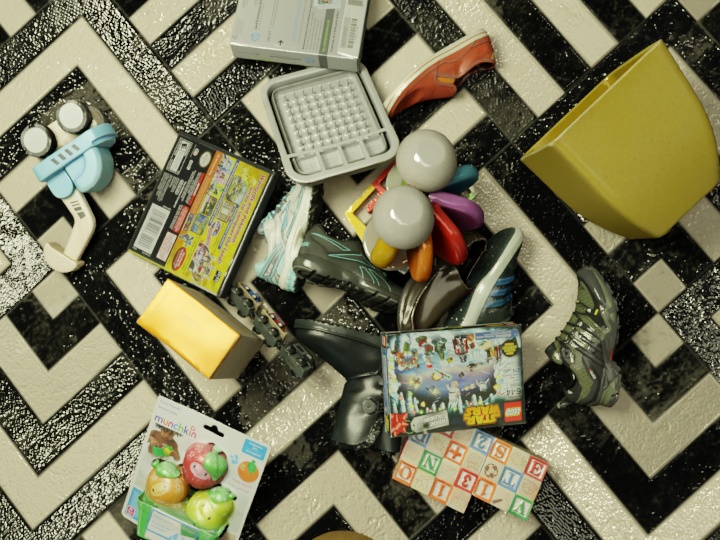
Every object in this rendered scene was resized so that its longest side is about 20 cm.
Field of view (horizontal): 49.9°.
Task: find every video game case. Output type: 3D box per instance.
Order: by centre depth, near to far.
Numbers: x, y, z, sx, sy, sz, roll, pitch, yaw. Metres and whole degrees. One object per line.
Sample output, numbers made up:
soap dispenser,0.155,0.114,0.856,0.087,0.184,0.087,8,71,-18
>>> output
video game case,-0.239,-0.086,1.167,0.178,0.025,0.204,24,88,18

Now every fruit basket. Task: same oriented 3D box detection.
fruit basket,-0.242,0.307,1.111,0.182,0.094,0.204,23,107,5

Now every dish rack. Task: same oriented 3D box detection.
dish rack,-0.046,-0.212,1.135,0.168,0.044,0.203,-17,62,-8

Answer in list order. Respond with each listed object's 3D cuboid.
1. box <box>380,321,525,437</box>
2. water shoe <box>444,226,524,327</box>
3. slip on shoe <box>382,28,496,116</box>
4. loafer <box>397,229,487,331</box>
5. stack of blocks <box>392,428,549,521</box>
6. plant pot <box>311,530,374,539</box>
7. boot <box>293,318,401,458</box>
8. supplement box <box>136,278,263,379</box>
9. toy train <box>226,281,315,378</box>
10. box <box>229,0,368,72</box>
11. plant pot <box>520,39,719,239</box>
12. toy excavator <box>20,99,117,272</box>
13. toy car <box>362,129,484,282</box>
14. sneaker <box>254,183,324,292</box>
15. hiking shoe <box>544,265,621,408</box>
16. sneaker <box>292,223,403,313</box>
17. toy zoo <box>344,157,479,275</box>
box,0.128,0.148,1.067,0.195,0.040,0.141,-4,92,-11
water shoe,0.193,0.034,1.137,0.078,0.071,0.203,31,87,-22
slip on shoe,0.117,-0.284,1.154,0.198,0.074,0.062,-32,88,-4
loafer,0.118,0.018,1.106,0.071,0.073,0.203,15,73,45
stack of blocks,0.156,0.284,1.115,0.196,0.059,0.117,24,88,5
plant pot,-0.029,0.474,1.045,0.181,0.200,0.191,0,86,3
boot,-0.020,0.171,1.126,0.196,0.076,0.172,15,83,-1
supplement box,-0.217,0.088,1.084,0.125,0.200,0.074,36,85,7
toy train,-0.131,0.082,1.128,0.200,0.045,0.035,44,125,29
box,-0.087,-0.389,1.171,0.195,0.041,0.160,7,73,3
plant pot,0.374,-0.155,1.070,0.194,0.196,0.201,-42,91,0
toy excavator,-0.432,-0.126,1.174,0.192,0.100,0.202,-33,93,2
toy car,0.095,-0.080,1.058,0.147,0.175,0.204,23,76,0
sneaker,-0.110,-0.075,1.151,0.084,0.078,0.205,13,87,8
hiking shoe,0.315,0.097,1.109,0.098,0.076,0.205,-5,87,0
sneaker,0.000,0.000,1.123,0.197,0.075,0.081,25,66,-19
toy zoo,0.067,-0.089,1.166,0.131,0.020,0.200,44,89,6
